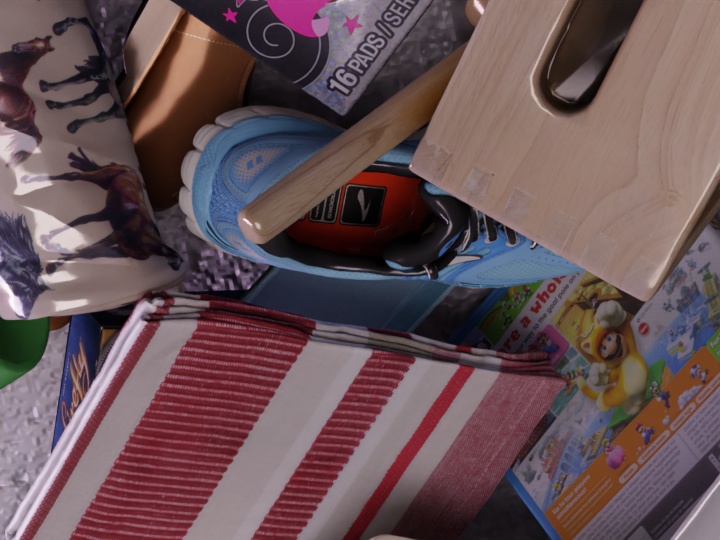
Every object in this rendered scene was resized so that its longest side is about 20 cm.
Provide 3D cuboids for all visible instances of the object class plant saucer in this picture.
[{"bbox_3d":[0.000,0.000,1.171,0.200,0.019,0.070,-46,119,0],"label":"plant saucer"}]

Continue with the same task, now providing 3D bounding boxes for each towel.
[{"bbox_3d":[-0.031,0.076,1.153,0.200,0.023,0.144,10,127,-31],"label":"towel"}]

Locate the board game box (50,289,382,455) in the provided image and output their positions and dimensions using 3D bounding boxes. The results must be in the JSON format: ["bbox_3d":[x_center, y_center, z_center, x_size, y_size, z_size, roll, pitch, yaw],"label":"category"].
[{"bbox_3d":[-0.071,0.105,1.222,0.135,0.035,0.200,-1,115,-28],"label":"board game box"}]

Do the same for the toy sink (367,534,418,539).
[{"bbox_3d":[0.031,0.183,1.168,0.130,0.112,0.200,14,152,-33],"label":"toy sink"}]

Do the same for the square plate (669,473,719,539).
[{"bbox_3d":[0.189,0.154,1.055,0.198,0.028,0.200,35,103,-9],"label":"square plate"}]

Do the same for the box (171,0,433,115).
[{"bbox_3d":[0.009,-0.185,1.066,0.115,0.132,0.200,33,114,-10],"label":"box"}]

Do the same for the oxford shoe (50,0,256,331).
[{"bbox_3d":[-0.088,-0.047,1.178,0.071,0.071,0.200,28,113,-10],"label":"oxford shoe"}]

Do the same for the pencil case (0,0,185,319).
[{"bbox_3d":[-0.131,-0.073,1.100,0.078,0.089,0.200,-11,99,52],"label":"pencil case"}]

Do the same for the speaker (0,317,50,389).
[{"bbox_3d":[-0.232,0.031,1.167,0.200,0.088,0.088,-15,112,23],"label":"speaker"}]

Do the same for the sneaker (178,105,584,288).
[{"bbox_3d":[0.033,-0.019,1.115,0.200,0.090,0.078,-2,107,-20],"label":"sneaker"}]

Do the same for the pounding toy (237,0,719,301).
[{"bbox_3d":[0.082,-0.085,1.024,0.142,0.184,0.200,30,112,8],"label":"pounding toy"}]

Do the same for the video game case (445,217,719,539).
[{"bbox_3d":[0.128,0.064,1.161,0.143,0.018,0.200,-49,60,23],"label":"video game case"}]
